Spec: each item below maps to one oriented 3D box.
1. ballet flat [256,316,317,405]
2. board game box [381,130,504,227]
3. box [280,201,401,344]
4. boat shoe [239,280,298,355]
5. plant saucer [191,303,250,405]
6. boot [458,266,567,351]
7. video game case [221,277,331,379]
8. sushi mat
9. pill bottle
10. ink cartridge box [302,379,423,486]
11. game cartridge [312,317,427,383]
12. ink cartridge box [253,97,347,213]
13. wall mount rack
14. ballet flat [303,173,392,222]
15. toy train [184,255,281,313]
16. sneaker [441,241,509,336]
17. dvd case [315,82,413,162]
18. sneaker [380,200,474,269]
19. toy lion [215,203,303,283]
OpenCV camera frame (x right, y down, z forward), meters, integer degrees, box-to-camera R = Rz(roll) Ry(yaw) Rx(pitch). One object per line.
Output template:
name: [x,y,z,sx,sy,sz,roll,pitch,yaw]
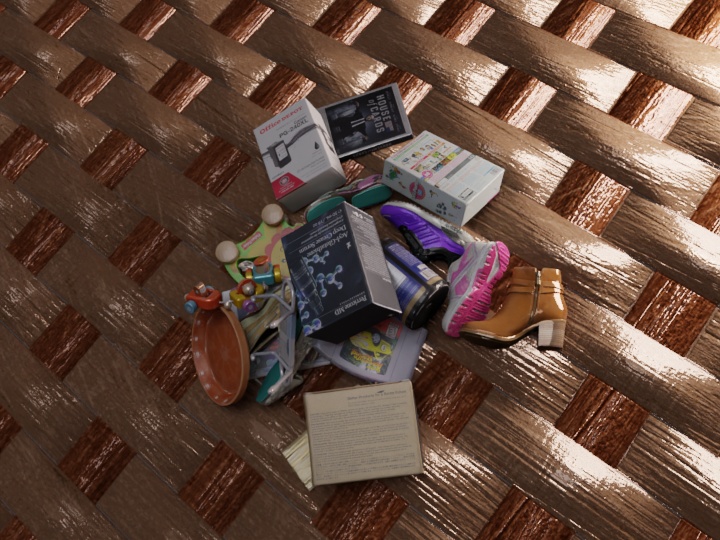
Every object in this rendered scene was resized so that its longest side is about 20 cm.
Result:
ballet flat: [-0.126,0.180,1.429,0.072,0.072,0.201,31,94,24]
board game box: [0.167,-0.191,1.517,0.199,0.065,0.147,33,51,23]
box: [-0.037,0.007,1.333,0.148,0.107,0.201,-28,65,24]
boat shoe: [-0.153,0.092,1.429,0.200,0.072,0.076,-40,60,15]
plant saucer: [-0.268,0.160,1.449,0.032,0.201,0.201,-8,54,-38]
boot: [0.284,0.067,1.393,0.198,0.074,0.156,5,72,0]
video game case: [-0.167,0.113,1.481,0.199,0.023,0.184,-12,84,8]
sushi mat: [-0.050,0.311,1.401,0.200,0.012,0.096,-41,64,-7]
pill bottle: [0.060,0.010,1.411,0.200,0.112,0.112,40,80,21]
ink cartridge box: [0.006,0.293,1.341,0.198,0.075,0.166,-8,75,7]
game cartridge: [0.017,0.137,1.407,0.199,0.041,0.134,23,75,-5]
ink cartridge box: [-0.134,-0.252,1.624,0.145,0.083,0.201,-29,63,14]
wall mount rack: [-0.149,0.123,1.311,0.074,0.174,0.202,-4,106,-22]
ballet flat: [-0.030,-0.153,1.582,0.199,0.069,0.071,-22,38,-4]
toy train: [-0.241,0.017,1.434,0.149,0.056,0.200,13,34,27]
sneaker: [0.206,0.031,1.433,0.088,0.081,0.201,22,82,50]
dvd case: [0.006,-0.328,1.670,0.199,0.025,0.151,-18,64,6]
sneaker: [0.118,-0.063,1.486,0.199,0.070,0.100,26,81,12]
toy lion: [-0.173,-0.027,1.564,0.200,0.069,0.192,-39,71,-5]
